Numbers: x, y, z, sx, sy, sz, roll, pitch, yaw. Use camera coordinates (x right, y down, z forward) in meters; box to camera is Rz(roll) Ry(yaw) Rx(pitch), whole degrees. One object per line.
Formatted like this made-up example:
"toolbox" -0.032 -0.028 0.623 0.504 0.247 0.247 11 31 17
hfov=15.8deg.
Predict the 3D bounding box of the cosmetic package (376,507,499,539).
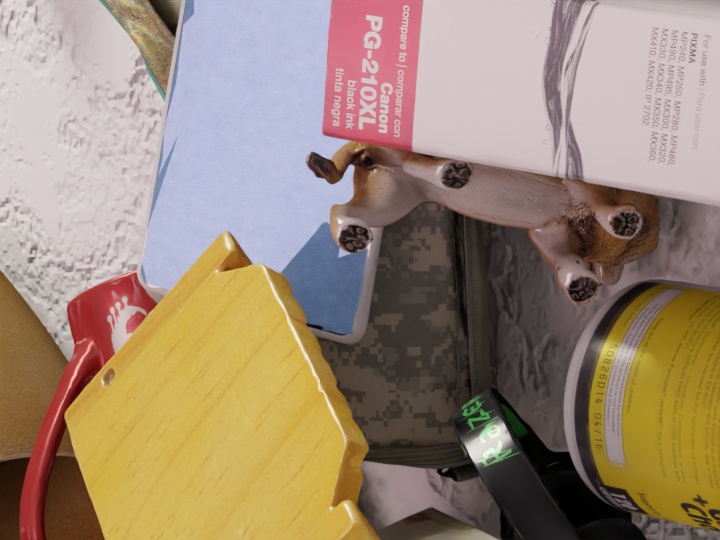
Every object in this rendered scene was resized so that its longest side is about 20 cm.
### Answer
"cosmetic package" 0.042 0.185 1.305 0.200 0.071 0.106 -174 60 -82

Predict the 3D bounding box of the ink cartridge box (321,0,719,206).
"ink cartridge box" 0.104 -0.093 1.152 0.199 0.145 0.085 12 107 22

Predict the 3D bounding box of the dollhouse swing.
"dollhouse swing" -0.023 0.129 1.220 0.182 0.176 0.200 -48 40 18

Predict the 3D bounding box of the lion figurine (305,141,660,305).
"lion figurine" 0.058 -0.040 1.208 0.073 0.199 0.123 -63 19 18

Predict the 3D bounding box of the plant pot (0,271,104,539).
"plant pot" -0.257 0.080 1.610 0.186 0.186 0.200 -51 51 41

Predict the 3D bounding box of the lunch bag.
"lunch bag" 0.000 0.000 1.336 0.167 0.139 0.201 6 103 41

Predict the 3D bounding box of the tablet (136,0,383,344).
"tablet" -0.038 -0.074 1.263 0.130 0.014 0.201 14 99 24

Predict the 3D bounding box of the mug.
"mug" -0.098 0.100 1.444 0.133 0.177 0.201 -22 80 33

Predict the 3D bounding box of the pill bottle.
"pill bottle" 0.197 0.068 1.164 0.200 0.112 0.113 9 107 45

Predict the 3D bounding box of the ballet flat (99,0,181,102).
"ballet flat" -0.097 -0.137 1.456 0.200 0.071 0.071 54 133 21

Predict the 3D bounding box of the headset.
"headset" 0.098 0.148 1.262 0.200 0.094 0.124 51 -173 -26
